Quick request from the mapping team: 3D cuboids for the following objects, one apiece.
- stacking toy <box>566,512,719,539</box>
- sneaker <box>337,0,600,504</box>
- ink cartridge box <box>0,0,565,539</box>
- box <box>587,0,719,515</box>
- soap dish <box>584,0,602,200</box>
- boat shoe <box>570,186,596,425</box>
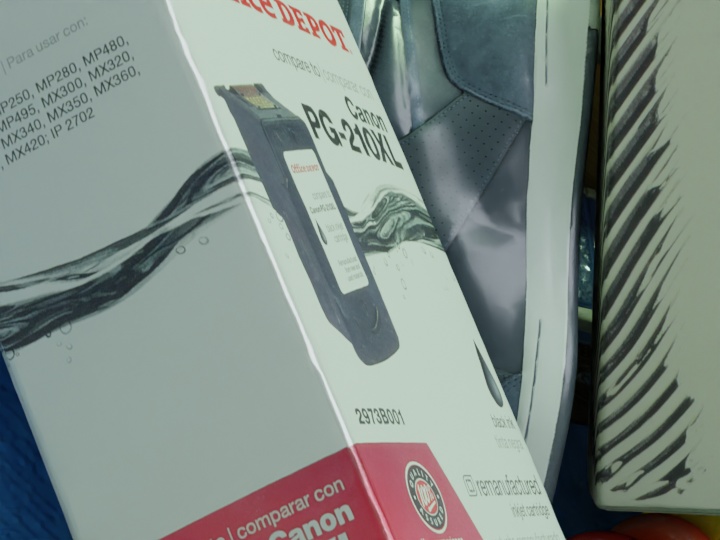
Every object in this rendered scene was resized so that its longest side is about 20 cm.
[{"bbox_3d":[0.124,0.103,0.844,0.199,0.085,0.086,-6,60,-51],"label":"stacking toy"},{"bbox_3d":[0.000,0.000,0.779,0.077,0.145,0.204,93,2,-74],"label":"sneaker"},{"bbox_3d":[-0.030,0.014,0.661,0.201,0.084,0.145,67,17,13],"label":"ink cartridge box"},{"bbox_3d":[0.110,-0.025,0.785,0.082,0.068,0.202,-20,111,-87],"label":"box"},{"bbox_3d":[0.115,-0.083,0.923,0.200,0.081,0.158,42,56,-35],"label":"soap dish"},{"bbox_3d":[0.085,0.021,0.877,0.199,0.073,0.073,18,44,-14],"label":"boat shoe"}]
